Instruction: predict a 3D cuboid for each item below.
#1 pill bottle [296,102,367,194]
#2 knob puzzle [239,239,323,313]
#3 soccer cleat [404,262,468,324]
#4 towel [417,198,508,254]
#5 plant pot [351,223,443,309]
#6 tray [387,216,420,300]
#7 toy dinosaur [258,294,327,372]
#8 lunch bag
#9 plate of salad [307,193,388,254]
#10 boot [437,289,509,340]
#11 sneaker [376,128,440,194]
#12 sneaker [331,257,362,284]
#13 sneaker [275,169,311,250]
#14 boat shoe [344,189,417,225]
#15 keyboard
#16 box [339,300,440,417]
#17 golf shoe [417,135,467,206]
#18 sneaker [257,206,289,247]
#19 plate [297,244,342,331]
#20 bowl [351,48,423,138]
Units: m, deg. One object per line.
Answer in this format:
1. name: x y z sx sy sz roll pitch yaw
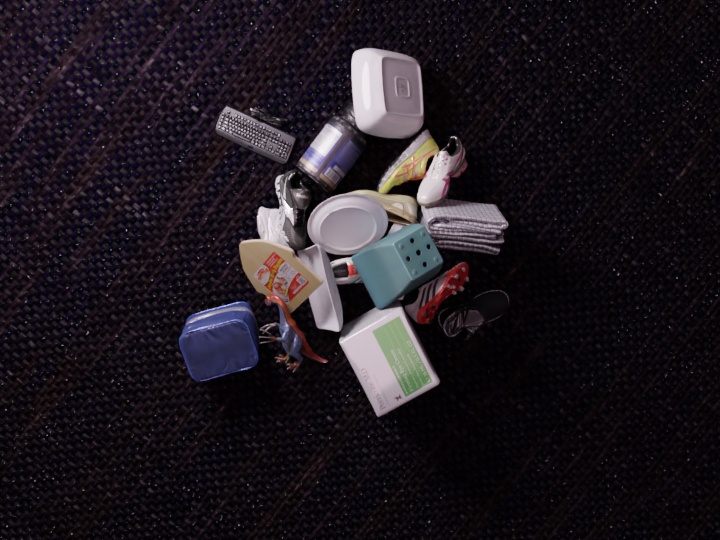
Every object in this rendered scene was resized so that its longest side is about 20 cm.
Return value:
1. pill bottle: -0.056 -0.297 1.462 0.111 0.112 0.201 38 91 -3
2. knob puzzle: -0.198 -0.004 1.415 0.217 0.220 0.031 35 49 -2
3. soccer cleat: 0.192 0.047 1.508 0.200 0.085 0.069 -48 135 -14
4. towel: 0.242 -0.109 1.448 0.195 0.166 0.088 6 112 -2
5. plant pot: 0.092 -0.019 1.359 0.140 0.200 0.143 -29 89 -20
6. tray: 0.103 -0.041 1.485 0.106 0.022 0.203 31 72 -11
7. toy dinosaur: -0.178 0.144 1.485 0.196 0.104 0.186 -6 112 -33
8. lunch bag: -0.345 0.170 1.474 0.195 0.133 0.139 -13 109 -1
9. plate of salad: -0.031 -0.115 1.459 0.195 0.049 0.203 -5 138 -4
10. boot: 0.284 0.107 1.460 0.195 0.168 0.078 -17 93 -1
11. sneaker: 0.121 -0.247 1.486 0.090 0.078 0.200 43 93 -9
12. sneaker: -0.001 0.000 1.487 0.194 0.093 0.072 -8 93 0
13. sneaker: -0.155 -0.152 1.451 0.065 0.090 0.205 3 69 -39
14. boat shoe: 0.041 -0.148 1.479 0.195 0.074 0.065 7 65 2
15. keyboard: -0.256 -0.349 1.492 0.196 0.040 0.106 23 93 -3
16. box: 0.065 0.198 1.446 0.169 0.200 0.202 -28 94 3
17. golf shoe: 0.186 -0.237 1.443 0.071 0.093 0.201 13 53 33
18. sneaker: -0.203 -0.056 1.492 0.097 0.078 0.206 -3 94 -4
19. plate: -0.092 0.041 1.444 0.032 0.199 0.205 -15 92 -19
20. bowl: 0.078 -0.421 1.426 0.197 0.074 0.205 -3 90 -39
